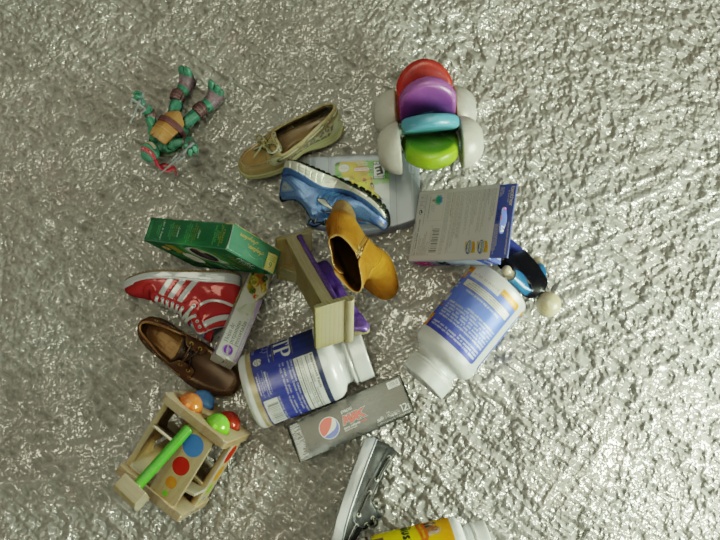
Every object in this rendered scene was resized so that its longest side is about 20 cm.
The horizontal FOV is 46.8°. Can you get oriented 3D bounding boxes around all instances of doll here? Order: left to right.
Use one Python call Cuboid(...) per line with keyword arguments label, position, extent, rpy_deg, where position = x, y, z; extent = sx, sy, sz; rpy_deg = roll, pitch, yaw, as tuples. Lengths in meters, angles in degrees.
Cuboid(label="doll", position=(0.252, -0.009, 1.330), extent=(0.201, 0.135, 0.049), rpy_deg=(53, 122, 24))

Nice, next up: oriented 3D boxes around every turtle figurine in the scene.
Cuboid(label="turtle figurine", position=(-0.327, -0.252, 1.426), extent=(0.148, 0.101, 0.202), rpy_deg=(35, 66, -5))

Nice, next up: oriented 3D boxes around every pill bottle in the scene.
Cuboid(label="pill bottle", position=(-0.083, 0.158, 1.310), extent=(0.196, 0.120, 0.122), rpy_deg=(-20, 77, -1))
Cuboid(label="pill bottle", position=(0.098, 0.434, 1.239), extent=(0.195, 0.109, 0.112), rpy_deg=(-12, 77, -5))
Cuboid(label="pill bottle", position=(0.159, 0.098, 1.310), extent=(0.112, 0.112, 0.201), rpy_deg=(40, 83, 11))

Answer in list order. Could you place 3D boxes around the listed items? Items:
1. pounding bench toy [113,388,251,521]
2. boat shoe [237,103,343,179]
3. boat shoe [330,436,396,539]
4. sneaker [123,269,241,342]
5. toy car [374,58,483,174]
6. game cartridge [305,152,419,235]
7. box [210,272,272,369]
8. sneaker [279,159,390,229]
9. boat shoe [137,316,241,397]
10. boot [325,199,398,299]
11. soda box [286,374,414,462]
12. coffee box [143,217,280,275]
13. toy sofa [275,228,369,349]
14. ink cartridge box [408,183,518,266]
Cuboid(label="pounding bench toy", position=(-0.270, 0.269, 1.248), extent=(0.123, 0.200, 0.158), rpy_deg=(34, 92, 10))
Cuboid(label="boat shoe", position=(-0.124, -0.224, 1.417), extent=(0.197, 0.063, 0.074), rpy_deg=(-30, 62, -6))
Cuboid(label="boat shoe", position=(0.006, 0.363, 1.291), extent=(0.065, 0.070, 0.204), rpy_deg=(17, 72, 9))
Cuboid(label="sneaker", position=(-0.296, 0.061, 1.371), extent=(0.195, 0.071, 0.115), rpy_deg=(-1, 74, 2))
Cuboid(label="toy car", position=(0.109, -0.257, 1.350), extent=(0.170, 0.152, 0.203), rpy_deg=(-4, 46, 1))
Cuboid(label="game cartridge", position=(0.004, -0.128, 1.409), extent=(0.195, 0.040, 0.137), rpy_deg=(-3, 81, 4))
Cuboid(label="box", position=(-0.184, 0.059, 1.346), extent=(0.038, 0.041, 0.203), rpy_deg=(26, 62, -12))
Cuboid(label="sneaker", position=(-0.043, -0.107, 1.361), extent=(0.196, 0.079, 0.091), rpy_deg=(23, 99, 7))
Cuboid(label="boat shoe", position=(-0.283, 0.142, 1.354), extent=(0.198, 0.068, 0.073), rpy_deg=(32, 82, 10))
Cuboid(label="boot", position=(0.000, -0.001, 1.288), extent=(0.070, 0.145, 0.203), rpy_deg=(-23, 117, 15))
Cuboid(label="soda box", position=(-0.014, 0.233, 1.313), extent=(0.196, 0.071, 0.065), rpy_deg=(-23, 79, -1))
Cuboid(label="coffee box", position=(-0.235, -0.039, 1.322), extent=(0.197, 0.122, 0.045), rpy_deg=(6, 73, 38))
Cuboid(label="toy sofa", position=(-0.060, 0.022, 1.302), extent=(0.095, 0.084, 0.201), rpy_deg=(-13, 39, -18))
Cuboid(label="ink cartridge box", position=(0.167, -0.070, 1.312), extent=(0.197, 0.041, 0.122), rpy_deg=(-2, 74, 47))
